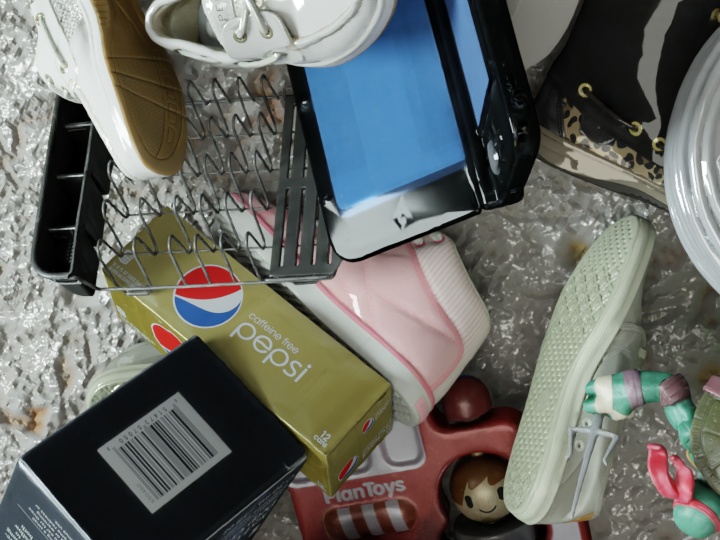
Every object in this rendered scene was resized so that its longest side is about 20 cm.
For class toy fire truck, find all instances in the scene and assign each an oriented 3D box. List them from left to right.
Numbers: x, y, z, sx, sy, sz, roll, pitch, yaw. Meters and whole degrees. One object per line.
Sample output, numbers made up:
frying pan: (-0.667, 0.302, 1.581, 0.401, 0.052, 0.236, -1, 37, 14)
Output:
toy fire truck: (0.047, 0.158, 0.992, 0.197, 0.112, 0.170, -11, 108, 14)

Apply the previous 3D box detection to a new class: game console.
game console: (0.015, -0.126, 0.826, 0.115, 0.176, 0.203, -14, 80, -2)

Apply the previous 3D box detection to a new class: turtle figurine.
turtle figurine: (0.217, 0.089, 0.862, 0.149, 0.100, 0.201, 40, 74, -15)

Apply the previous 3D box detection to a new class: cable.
cable: (0.266, -0.061, 0.808, 0.199, 0.069, 0.201, 34, 93, 2)

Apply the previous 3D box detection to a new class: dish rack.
dish rack: (-0.097, -0.058, 0.932, 0.197, 0.055, 0.155, -2, 65, 12)

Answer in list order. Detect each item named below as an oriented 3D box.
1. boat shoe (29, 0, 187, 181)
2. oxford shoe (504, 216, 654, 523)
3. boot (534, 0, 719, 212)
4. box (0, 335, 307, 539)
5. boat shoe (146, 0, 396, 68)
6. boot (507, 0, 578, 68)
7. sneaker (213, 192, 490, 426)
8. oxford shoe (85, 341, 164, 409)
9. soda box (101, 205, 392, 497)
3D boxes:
boat shoe: (-0.167, -0.134, 0.922, 0.069, 0.071, 0.202, -31, 67, 23)
oxford shoe: (0.147, 0.065, 0.930, 0.057, 0.075, 0.202, 21, 82, -15)
boot: (0.207, -0.113, 0.886, 0.198, 0.073, 0.152, 19, 113, 10)
box: (-0.145, 0.163, 0.923, 0.107, 0.148, 0.201, 45, 139, 11)
boat shoe: (-0.057, -0.147, 0.838, 0.199, 0.069, 0.072, -7, 89, 54)
boot: (0.104, -0.223, 0.848, 0.090, 0.072, 0.201, 48, 121, 34)
sneaker: (0.000, 0.000, 0.973, 0.105, 0.076, 0.200, -43, 71, -16)
oxford shoe: (-0.088, 0.080, 1.024, 0.197, 0.058, 0.076, 1, 116, -4)
soda box: (-0.072, 0.050, 0.953, 0.199, 0.064, 0.068, 37, 158, 20)
